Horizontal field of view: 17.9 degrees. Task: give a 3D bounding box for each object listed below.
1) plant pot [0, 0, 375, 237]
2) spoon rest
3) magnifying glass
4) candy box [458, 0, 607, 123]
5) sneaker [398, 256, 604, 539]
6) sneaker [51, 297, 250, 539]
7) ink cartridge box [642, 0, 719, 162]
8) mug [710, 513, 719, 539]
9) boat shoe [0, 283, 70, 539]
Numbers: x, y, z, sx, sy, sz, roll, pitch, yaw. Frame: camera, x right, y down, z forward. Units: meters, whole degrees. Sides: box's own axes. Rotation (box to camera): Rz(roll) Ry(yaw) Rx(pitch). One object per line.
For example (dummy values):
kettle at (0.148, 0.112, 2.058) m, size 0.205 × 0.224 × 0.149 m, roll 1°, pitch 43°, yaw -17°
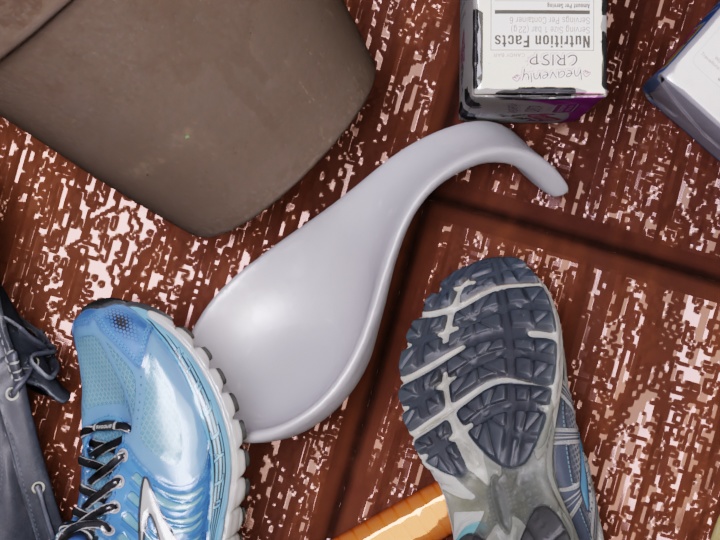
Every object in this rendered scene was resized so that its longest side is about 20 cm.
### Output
plant pot at (-0.088, -0.112, 0.994) m, size 0.200 × 0.200 × 0.175 m, roll -45°, pitch 107°, yaw -1°
spoon rest at (0.000, 0.000, 1.038) m, size 0.200 × 0.099 × 0.061 m, roll -40°, pitch 134°, yaw -5°
magnifying glass at (-0.039, 0.154, 1.063) m, size 0.200 × 0.022 × 0.080 m, roll -29°, pitch 90°, yaw -2°
candy box at (0.075, -0.169, 1.011) m, size 0.061 × 0.136 × 0.201 m, roll 1°, pitch 90°, yaw 0°
sneaker at (0.070, 0.093, 1.044) m, size 0.077 × 0.086 × 0.200 m, roll -12°, pitch 68°, yaw 18°
sneaker at (-0.100, 0.111, 1.000) m, size 0.090 × 0.078 × 0.201 m, roll -8°, pitch 86°, yaw -35°
ink cartridge box at (0.246, -0.115, 1.043) m, size 0.136 × 0.076 × 0.200 m, roll 41°, pitch 90°, yaw -1°
mug at (0.249, 0.139, 1.025) m, size 0.153 × 0.150 × 0.187 m, roll 41°, pitch 128°, yaw -9°
boat shoe at (-0.165, 0.048, 1.038) m, size 0.062 × 0.075 × 0.201 m, roll -6°, pitch 93°, yaw -9°
